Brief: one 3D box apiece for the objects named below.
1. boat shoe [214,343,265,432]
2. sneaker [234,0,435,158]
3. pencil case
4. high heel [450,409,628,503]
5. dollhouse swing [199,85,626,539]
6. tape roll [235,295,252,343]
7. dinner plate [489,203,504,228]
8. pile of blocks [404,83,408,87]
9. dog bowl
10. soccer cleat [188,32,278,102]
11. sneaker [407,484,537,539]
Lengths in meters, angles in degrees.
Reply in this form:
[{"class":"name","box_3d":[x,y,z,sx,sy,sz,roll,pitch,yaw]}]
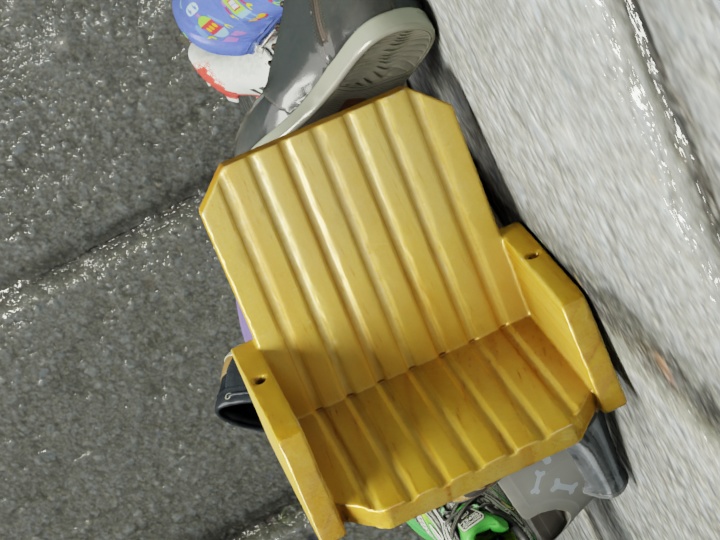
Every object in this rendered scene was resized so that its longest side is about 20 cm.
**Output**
[{"class":"boat shoe","box_3d":[-0.020,0.109,1.466,0.200,0.062,0.075,14,149,22]},{"class":"sneaker","box_3d":[-0.029,-0.141,1.259,0.200,0.075,0.106,-44,59,44]},{"class":"pencil case","box_3d":[-0.078,-0.212,1.439,0.087,0.078,0.200,51,161,-5]},{"class":"high heel","box_3d":[0.071,0.093,1.308,0.143,0.200,0.071,62,-142,-46]},{"class":"dollhouse swing","box_3d":[0.021,0.016,1.167,0.182,0.200,0.176,-124,13,-60]},{"class":"tape roll","box_3d":[0.000,0.000,1.358,0.200,0.085,0.200,3,93,53]},{"class":"dinner plate","box_3d":[0.099,0.014,1.396,0.200,0.024,0.200,62,177,6]},{"class":"pile of blocks","box_3d":[-0.016,-0.152,1.486,0.082,0.062,0.200,65,176,-32]},{"class":"dog bowl","box_3d":[0.107,0.111,1.485,0.200,0.059,0.200,56,-178,-3]},{"class":"soccer cleat","box_3d":[-0.069,-0.173,1.629,0.200,0.069,0.085,28,152,34]},{"class":"sneaker","box_3d":[0.084,0.181,1.468,0.200,0.078,0.085,46,171,25]}]
